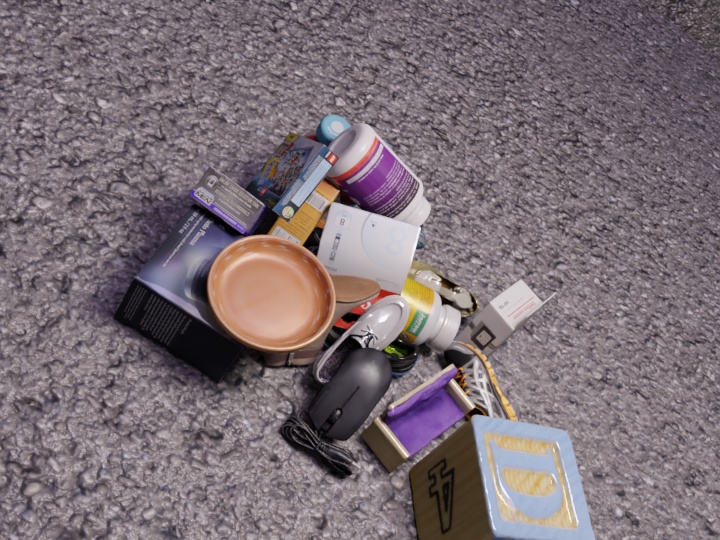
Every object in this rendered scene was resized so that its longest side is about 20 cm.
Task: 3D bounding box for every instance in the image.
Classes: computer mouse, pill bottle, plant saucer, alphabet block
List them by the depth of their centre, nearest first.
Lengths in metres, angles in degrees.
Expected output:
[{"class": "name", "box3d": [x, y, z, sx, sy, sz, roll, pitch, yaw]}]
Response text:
[{"class": "plant saucer", "box3d": [-0.138, 0.039, 1.376, 0.200, 0.037, 0.201, 10, 57, -15]}, {"class": "alphabet block", "box3d": [0.215, 0.366, 1.412, 0.195, 0.200, 0.197, 14, 49, -22]}, {"class": "computer mouse", "box3d": [-0.018, 0.211, 1.419, 0.138, 0.053, 0.200, 34, 80, 0]}, {"class": "pill bottle", "box3d": [0.032, -0.155, 1.578, 0.200, 0.112, 0.113, 44, 40, -27]}, {"class": "pill bottle", "box3d": [0.074, 0.069, 1.622, 0.200, 0.113, 0.113, 26, 46, -13]}]

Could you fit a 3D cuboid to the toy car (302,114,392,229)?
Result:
[{"class": "toy car", "box3d": [-0.060, -0.145, 1.673, 0.177, 0.184, 0.200, 28, 58, -12]}]

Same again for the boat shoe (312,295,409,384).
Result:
[{"class": "boat shoe", "box3d": [0.001, 0.115, 1.488, 0.200, 0.069, 0.072, -35, 92, -1]}]

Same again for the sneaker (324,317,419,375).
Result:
[{"class": "sneaker", "box3d": [0.013, 0.116, 1.566, 0.199, 0.083, 0.071, 24, 46, -13]}]

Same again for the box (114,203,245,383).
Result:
[{"class": "box", "box3d": [-0.245, 0.033, 1.440, 0.198, 0.123, 0.200, 34, 45, -7]}]

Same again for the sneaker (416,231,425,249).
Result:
[{"class": "sneaker", "box3d": [0.044, -0.026, 1.721, 0.200, 0.079, 0.096, -10, 79, -33]}]

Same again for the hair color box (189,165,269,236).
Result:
[{"class": "hair color box", "box3d": [-0.218, -0.113, 1.531, 0.109, 0.200, 0.065, 36, 87, -2]}]

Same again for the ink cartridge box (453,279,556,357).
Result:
[{"class": "ink cartridge box", "box3d": [0.258, 0.092, 1.658, 0.067, 0.200, 0.116, 48, 45, 11]}]

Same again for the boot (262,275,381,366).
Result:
[{"class": "boot", "box3d": [-0.071, 0.088, 1.486, 0.200, 0.146, 0.070, -3, 35, -22]}]

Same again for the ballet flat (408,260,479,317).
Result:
[{"class": "ballet flat", "box3d": [0.147, 0.036, 1.698, 0.200, 0.071, 0.071, 28, 44, -30]}]

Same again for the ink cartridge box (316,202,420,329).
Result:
[{"class": "ink cartridge box", "box3d": [0.000, 0.000, 1.528, 0.160, 0.047, 0.200, 16, 76, -2]}]

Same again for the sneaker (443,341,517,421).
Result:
[{"class": "sneaker", "box3d": [0.202, 0.216, 1.616, 0.077, 0.078, 0.200, -19, 66, -31]}]

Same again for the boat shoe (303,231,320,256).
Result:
[{"class": "boat shoe", "box3d": [-0.081, -0.013, 1.618, 0.072, 0.068, 0.200, 8, 52, -28]}]

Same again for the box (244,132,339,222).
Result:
[{"class": "box", "box3d": [-0.123, -0.165, 1.553, 0.038, 0.137, 0.200, 38, -1, -25]}]

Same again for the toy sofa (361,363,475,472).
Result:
[{"class": "toy sofa", "box3d": [0.106, 0.245, 1.512, 0.200, 0.098, 0.083, -26, 72, -44]}]

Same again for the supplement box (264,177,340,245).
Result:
[{"class": "supplement box", "box3d": [-0.118, -0.076, 1.570, 0.069, 0.067, 0.200, 37, 86, -7]}]
